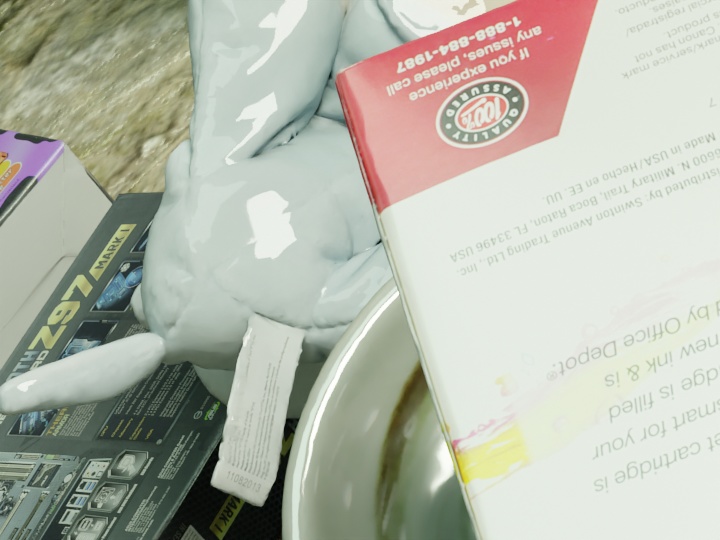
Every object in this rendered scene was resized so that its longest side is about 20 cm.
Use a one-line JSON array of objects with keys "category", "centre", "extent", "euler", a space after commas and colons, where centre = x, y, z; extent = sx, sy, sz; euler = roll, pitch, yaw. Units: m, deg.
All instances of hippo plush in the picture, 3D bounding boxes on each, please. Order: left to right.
[{"category": "hippo plush", "centre": [0.000, 0.000, 0.974], "extent": [0.159, 0.161, 0.201], "euler": [19, 74, 8]}]

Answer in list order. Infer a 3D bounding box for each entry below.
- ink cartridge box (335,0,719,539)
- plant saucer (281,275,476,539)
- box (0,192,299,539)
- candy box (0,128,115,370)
[{"category": "ink cartridge box", "centre": [0.100, 0.040, 0.714], "extent": [0.145, 0.145, 0.201], "euler": [-20, 56, 5]}, {"category": "plant saucer", "centre": [0.079, 0.065, 0.825], "extent": [0.199, 0.050, 0.201], "euler": [-9, 56, 14]}, {"category": "box", "centre": [-0.080, 0.057, 1.119], "extent": [0.157, 0.051, 0.200], "euler": [0, 49, 46]}, {"category": "candy box", "centre": [-0.211, 0.016, 1.294], "extent": [0.168, 0.072, 0.200], "euler": [-51, 33, -18]}]
